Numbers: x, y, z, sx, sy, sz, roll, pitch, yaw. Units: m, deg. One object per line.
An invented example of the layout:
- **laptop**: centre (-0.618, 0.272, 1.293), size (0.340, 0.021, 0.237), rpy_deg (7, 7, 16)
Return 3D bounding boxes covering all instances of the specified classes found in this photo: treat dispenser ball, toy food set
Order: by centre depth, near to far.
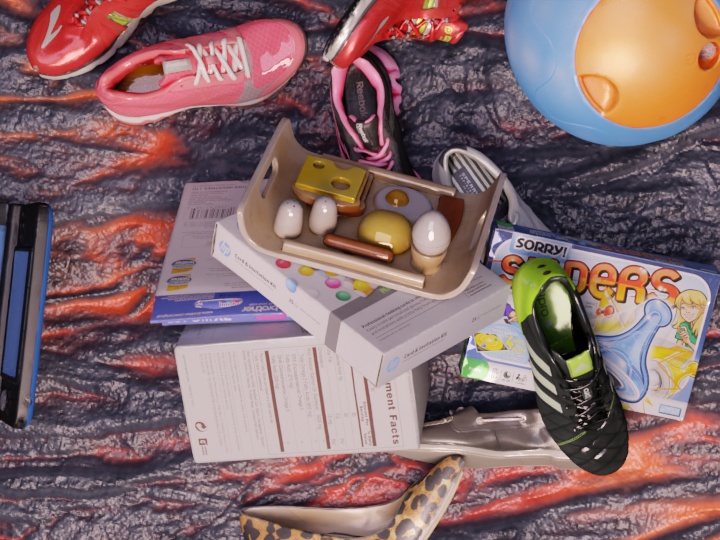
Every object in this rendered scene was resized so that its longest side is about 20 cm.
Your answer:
- **toy food set**: centre (0.011, -0.060, 1.587), size (0.199, 0.144, 0.061), rpy_deg (16, 130, 5)
- **treat dispenser ball**: centre (0.220, -0.205, 1.611), size (0.200, 0.201, 0.202), rpy_deg (0, 88, 9)

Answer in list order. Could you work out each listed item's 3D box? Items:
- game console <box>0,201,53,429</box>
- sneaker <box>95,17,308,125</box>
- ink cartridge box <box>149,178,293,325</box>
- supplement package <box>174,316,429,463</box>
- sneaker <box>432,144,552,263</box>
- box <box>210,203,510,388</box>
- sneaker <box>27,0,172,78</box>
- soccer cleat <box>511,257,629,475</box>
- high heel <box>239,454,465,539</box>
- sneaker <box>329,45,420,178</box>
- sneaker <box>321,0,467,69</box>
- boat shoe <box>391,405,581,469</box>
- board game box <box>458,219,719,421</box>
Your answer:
- **game console**: centre (-0.354, 0.034, 1.734), size (0.118, 0.171, 0.201), rpy_deg (6, 89, -18)
- **sneaker**: centre (-0.143, -0.176, 1.721), size (0.199, 0.087, 0.074), rpy_deg (-16, 86, 8)
- **ink cartridge box**: centre (-0.107, -0.009, 1.665), size (0.119, 0.200, 0.042), rpy_deg (-3, 125, 9)
- **supplement package**: centre (-0.046, 0.084, 1.663), size (0.199, 0.117, 0.118), rpy_deg (-5, 113, 8)
- **sneaker**: centre (0.128, -0.026, 1.681), size (0.073, 0.071, 0.200), rpy_deg (-42, 82, 5)
- **box**: centre (0.000, 0.000, 1.595), size (0.200, 0.156, 0.041), rpy_deg (37, 134, 30)
- **sneaker**: centre (-0.226, -0.252, 1.730), size (0.200, 0.085, 0.077), rpy_deg (-38, 82, 5)
- **soccer cleat**: centre (0.175, 0.086, 1.596), size (0.067, 0.081, 0.201), rpy_deg (-23, 103, -5)
- **high heel**: centre (-0.010, 0.204, 1.682), size (0.142, 0.071, 0.200), rpy_deg (39, 109, 2)
- **sneaker**: centre (0.010, -0.105, 1.692), size (0.079, 0.095, 0.201), rpy_deg (-15, 87, 6)
- **sneaker**: centre (0.051, -0.226, 1.665), size (0.200, 0.077, 0.085), rpy_deg (-40, 89, -30)
- **boat shoe**: centre (0.126, 0.140, 1.683), size (0.199, 0.067, 0.057), rpy_deg (2, 72, 4)
- **board game box**: centre (0.195, 0.043, 1.650), size (0.199, 0.034, 0.136), rpy_deg (11, 104, -3)
